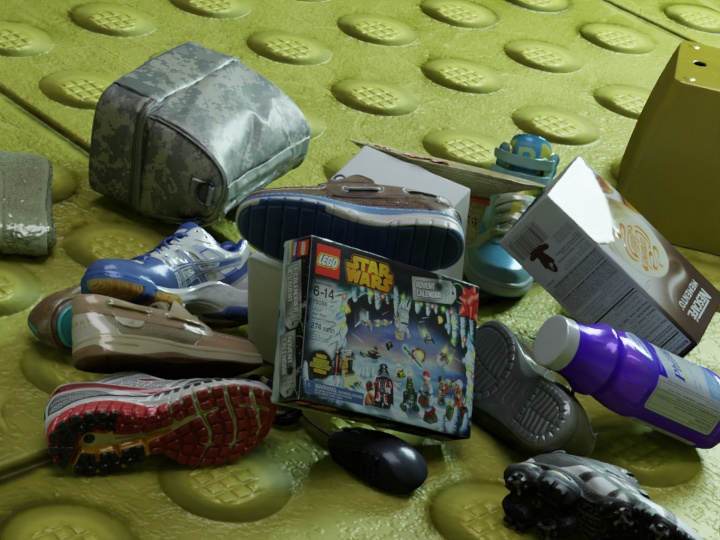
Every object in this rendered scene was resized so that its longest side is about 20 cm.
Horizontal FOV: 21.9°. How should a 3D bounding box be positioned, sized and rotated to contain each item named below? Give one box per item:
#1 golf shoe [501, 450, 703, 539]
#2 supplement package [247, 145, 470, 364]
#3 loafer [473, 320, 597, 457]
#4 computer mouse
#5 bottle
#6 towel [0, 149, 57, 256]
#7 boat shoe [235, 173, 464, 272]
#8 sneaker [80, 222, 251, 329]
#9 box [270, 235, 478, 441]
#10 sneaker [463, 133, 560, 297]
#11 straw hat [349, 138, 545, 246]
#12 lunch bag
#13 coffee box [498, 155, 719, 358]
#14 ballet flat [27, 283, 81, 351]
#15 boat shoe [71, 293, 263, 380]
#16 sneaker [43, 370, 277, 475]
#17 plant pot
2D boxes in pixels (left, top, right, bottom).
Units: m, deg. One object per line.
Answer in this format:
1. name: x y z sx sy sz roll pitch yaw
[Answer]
1. golf shoe: 0.215 0.197 1.513 0.199 0.078 0.094 27 32 26
2. supplement package: 0.000 0.000 1.709 0.121 0.120 0.200 24 45 23
3. loafer: 0.146 0.114 1.664 0.070 0.075 0.200 38 8 -33
4. computer mouse: -0.023 0.132 1.596 0.199 0.034 0.058 27 33 29
5. bottle: 0.242 0.095 1.648 0.199 0.065 0.084 24 17 -28
6. towel: -0.377 -0.074 1.851 0.147 0.037 0.200 3 29 -12
7. boat shoe: -0.010 -0.044 1.622 0.199 0.073 0.073 9 36 -8
8. sneaker: -0.173 0.000 1.667 0.075 0.089 0.199 -13 -15 37
9. box: 0.016 0.060 1.569 0.199 0.138 0.040 16 -19 -40
10. sneaker: 0.157 -0.066 1.915 0.079 0.131 0.200 13 28 1
11. straw hat: 0.076 -0.066 1.828 0.200 0.086 0.201 14 5 -1
12. lunch bag: -0.163 -0.131 1.918 0.167 0.140 0.200 22 31 22
13. coffee box: 0.242 0.000 1.789 0.200 0.080 0.114 44 34 0
14. ballet flat: -0.223 0.025 1.708 0.072 0.068 0.199 10 25 43
15. boat shoe: -0.162 0.056 1.590 0.199 0.071 0.065 12 62 -49
16. sneaker: -0.165 0.112 1.539 0.199 0.078 0.082 -1 29 -20
17. plant pot: 0.402 -0.144 2.093 0.199 0.177 0.200 14 28 6
